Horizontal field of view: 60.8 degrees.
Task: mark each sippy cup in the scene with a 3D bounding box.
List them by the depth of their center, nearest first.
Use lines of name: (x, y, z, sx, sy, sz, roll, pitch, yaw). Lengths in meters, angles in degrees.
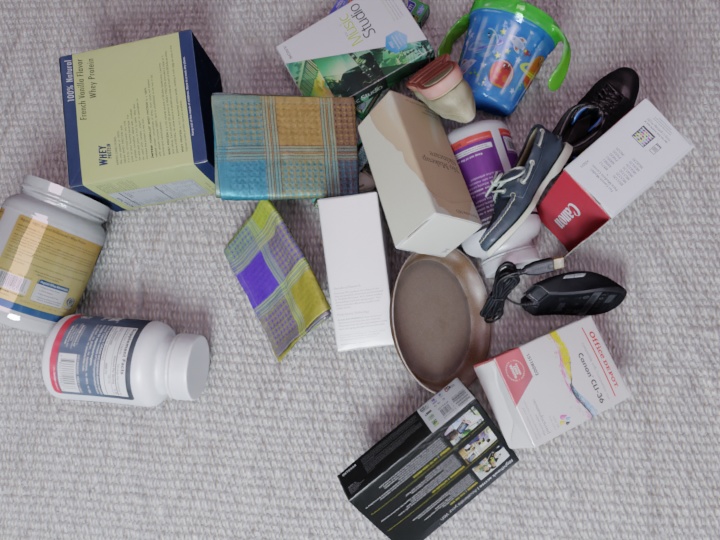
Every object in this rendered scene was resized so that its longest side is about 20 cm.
sippy cup: (0.198, -0.299, 0.881, 0.139, 0.178, 0.131, 22, 95, -19)

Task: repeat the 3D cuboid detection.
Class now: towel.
towel: (-0.102, -0.170, 0.845, 0.198, 0.022, 0.148, -2, 86, -11)
towel: (-0.122, 0.012, 0.865, 0.143, 0.023, 0.201, -40, 71, 40)

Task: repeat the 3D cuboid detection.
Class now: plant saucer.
plant saucer: (0.105, 0.065, 0.820, 0.032, 0.199, 0.202, -13, 72, 48)

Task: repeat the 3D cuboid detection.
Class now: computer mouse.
computer mouse: (0.260, 0.013, 0.815, 0.198, 0.141, 0.046, -5, 57, -1)

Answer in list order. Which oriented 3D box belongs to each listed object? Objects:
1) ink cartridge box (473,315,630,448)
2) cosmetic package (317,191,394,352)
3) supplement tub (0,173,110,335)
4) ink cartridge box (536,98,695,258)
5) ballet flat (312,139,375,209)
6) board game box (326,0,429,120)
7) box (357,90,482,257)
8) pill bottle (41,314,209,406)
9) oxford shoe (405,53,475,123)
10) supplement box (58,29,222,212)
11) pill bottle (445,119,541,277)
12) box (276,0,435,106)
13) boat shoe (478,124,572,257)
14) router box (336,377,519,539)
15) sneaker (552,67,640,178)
ink cartridge box: (0.263, 0.136, 0.796, 0.198, 0.068, 0.117, -20, 79, -21)
cosmetic package: (0.000, 0.000, 0.839, 0.084, 0.108, 0.202, -8, 90, 5)
supplement tub: (-0.460, -0.021, 0.885, 0.143, 0.145, 0.202, 20, 83, 9)
ink cartridge box: (0.299, -0.098, 0.794, 0.175, 0.200, 0.084, -40, 79, -3)
ballet flat: (0.010, -0.159, 0.905, 0.074, 0.074, 0.201, 36, 89, 10)
board game box: (0.000, -0.352, 0.955, 0.134, 0.029, 0.201, 30, 85, 9)
box: (0.074, -0.125, 0.800, 0.078, 0.094, 0.202, -41, 55, 39)
pill bottle: (-0.321, 0.128, 0.860, 0.198, 0.120, 0.121, 4, 81, 6)
oxford shoe: (0.110, -0.240, 0.830, 0.070, 0.200, 0.074, -34, 111, 16)
supplement box: (-0.311, -0.213, 0.908, 0.198, 0.134, 0.202, -10, 80, 3)
pill bottle: (0.179, -0.097, 0.852, 0.111, 0.112, 0.202, -16, 79, 3)
box: (-0.009, -0.321, 0.907, 0.199, 0.036, 0.145, -30, 71, 4)
boat shoe: (0.194, -0.104, 0.758, 0.062, 0.075, 0.201, 38, 71, -2)
router box: (0.091, 0.254, 0.791, 0.199, 0.051, 0.150, -38, 122, -2)
sneaker: (0.335, -0.220, 0.857, 0.073, 0.112, 0.200, 41, 86, 10)
